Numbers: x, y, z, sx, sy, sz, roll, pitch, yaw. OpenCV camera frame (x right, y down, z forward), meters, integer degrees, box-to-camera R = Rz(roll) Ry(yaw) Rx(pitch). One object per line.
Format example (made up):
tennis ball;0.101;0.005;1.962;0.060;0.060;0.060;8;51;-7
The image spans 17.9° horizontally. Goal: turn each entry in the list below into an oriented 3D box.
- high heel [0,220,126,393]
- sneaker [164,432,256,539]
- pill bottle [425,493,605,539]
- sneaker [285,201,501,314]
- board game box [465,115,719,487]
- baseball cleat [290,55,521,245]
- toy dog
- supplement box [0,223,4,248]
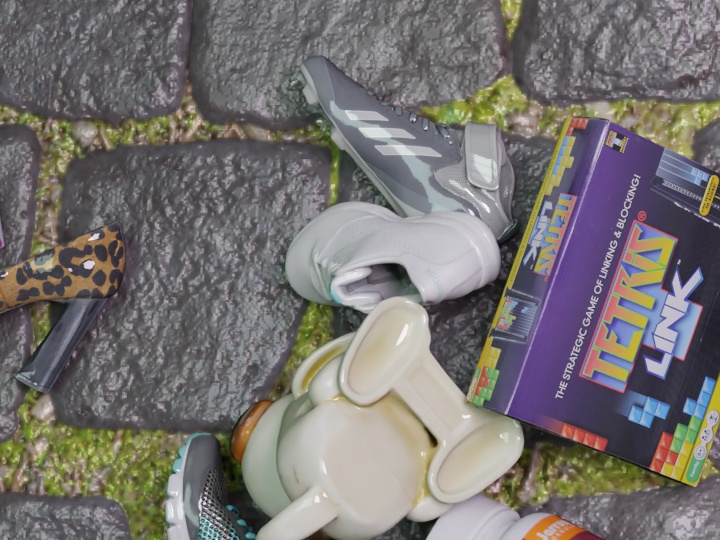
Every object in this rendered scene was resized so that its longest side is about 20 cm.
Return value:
high heel;-0.281;-0.015;1.719;0.199;0.071;0.143;31;98;-12
sneaker;-0.088;0.214;1.632;0.091;0.078;0.201;-8;79;6
pill bottle;0.139;0.228;1.495;0.199;0.114;0.115;24;89;25
sneaker;0.000;0.000;1.583;0.199;0.088;0.076;-6;112;50
board game box;0.178;0.021;1.494;0.057;0.165;0.201;15;85;61
baseball cleat;0.041;-0.092;1.639;0.106;0.070;0.200;-38;77;6
toy dog;-0.009;0.129;1.553;0.139;0.200;0.194;40;70;-12
supplement box;-0.360;-0.106;1.791;0.103;0.101;0.201;-17;74;19
